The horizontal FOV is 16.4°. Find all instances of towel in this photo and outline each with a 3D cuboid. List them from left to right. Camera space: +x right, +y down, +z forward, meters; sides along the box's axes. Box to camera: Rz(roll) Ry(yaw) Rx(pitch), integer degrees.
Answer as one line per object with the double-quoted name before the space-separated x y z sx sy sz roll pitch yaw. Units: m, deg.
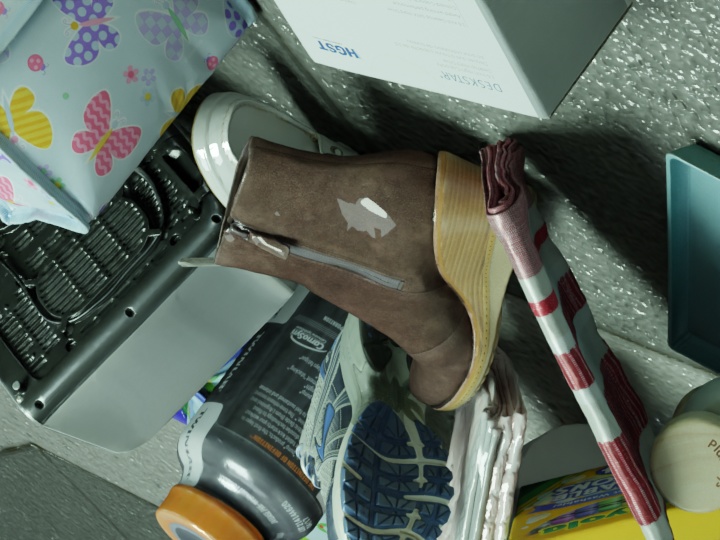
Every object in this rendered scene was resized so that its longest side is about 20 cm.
"towel" 0.064 0.157 1.486 0.032 0.201 0.191 10 -171 -1
"towel" 0.113 0.036 1.275 0.201 0.023 0.144 63 -171 -14

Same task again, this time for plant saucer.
"plant saucer" 0.189 0.002 1.272 0.070 0.019 0.200 29 159 21

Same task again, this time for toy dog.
"toy dog" 0.243 0.094 1.266 0.199 0.097 0.132 19 -164 -14

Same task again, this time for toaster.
"toaster" -0.154 -0.018 1.503 0.181 0.200 0.119 47 -175 32

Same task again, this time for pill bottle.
"pill bottle" -0.047 0.099 1.594 0.106 0.200 0.106 31 158 14
"pill bottle" 0.135 0.172 1.588 0.109 0.109 0.200 31 159 16

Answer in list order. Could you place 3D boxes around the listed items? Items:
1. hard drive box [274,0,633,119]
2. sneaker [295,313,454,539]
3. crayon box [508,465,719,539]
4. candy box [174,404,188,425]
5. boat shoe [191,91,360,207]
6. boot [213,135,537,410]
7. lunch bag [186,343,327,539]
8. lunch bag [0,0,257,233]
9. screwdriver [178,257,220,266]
"hard drive box" 0.009 -0.172 1.108 0.155 0.077 0.200 18 152 41
"sneaker" 0.003 0.111 1.482 0.077 0.201 0.085 27 132 -20
"crayon box" 0.149 0.147 1.376 0.200 0.125 0.052 -53 -53 -80
"candy box" -0.193 0.006 1.810 0.168 0.077 0.200 24 157 34
"boat shoe" -0.013 -0.043 1.432 0.069 0.071 0.200 -5 150 44
"boot" 0.000 0.000 1.400 0.165 0.073 0.201 8 140 -6
"lunch bag" -0.018 0.136 1.735 0.200 0.127 0.170 42 161 14
"lunch bag" -0.182 -0.145 1.340 0.200 0.170 0.127 48 158 -26
"screwdriver" -0.039 -0.005 1.458 0.029 0.028 0.200 -2 179 31
